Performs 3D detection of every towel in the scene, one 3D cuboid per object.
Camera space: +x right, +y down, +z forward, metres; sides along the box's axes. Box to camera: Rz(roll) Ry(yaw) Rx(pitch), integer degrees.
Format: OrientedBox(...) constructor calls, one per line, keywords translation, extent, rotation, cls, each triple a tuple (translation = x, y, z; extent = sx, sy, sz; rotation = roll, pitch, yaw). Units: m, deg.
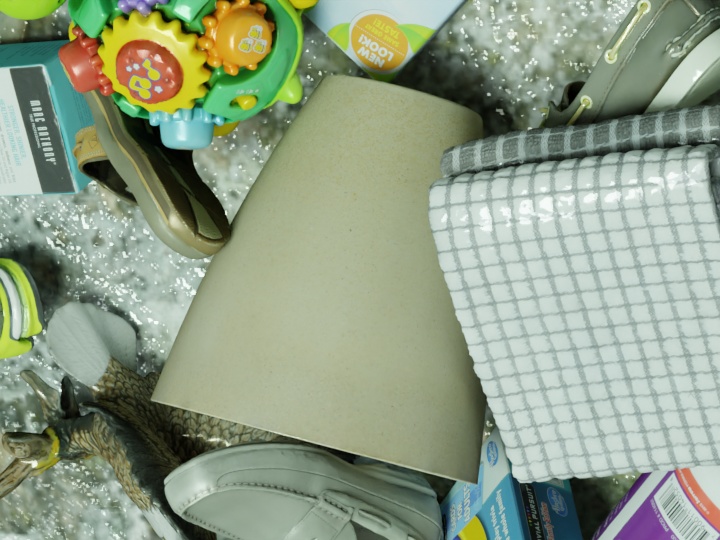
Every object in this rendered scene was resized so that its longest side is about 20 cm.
OrientedBox(translation=(0.142, 0.012, 1.505), extent=(0.165, 0.086, 0.200), rotation=(-8, 123, 22), cls="towel")

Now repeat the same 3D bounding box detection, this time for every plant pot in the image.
OrientedBox(translation=(0.000, 0.000, 1.571), extent=(0.187, 0.187, 0.201), rotation=(14, 86, 16), cls="plant pot")

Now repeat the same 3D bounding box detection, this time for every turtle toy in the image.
OrientedBox(translation=(-0.119, -0.143, 1.536), extent=(0.200, 0.101, 0.146), rotation=(32, 131, -3), cls="turtle toy")

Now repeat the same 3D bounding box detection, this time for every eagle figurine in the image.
OrientedBox(translation=(-0.113, 0.115, 1.701), extent=(0.200, 0.152, 0.151), rotation=(7, 154, 37), cls="eagle figurine")

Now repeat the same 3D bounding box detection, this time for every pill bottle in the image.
OrientedBox(translation=(0.187, 0.172, 1.616), extent=(0.112, 0.112, 0.200), rotation=(36, 123, 3), cls="pill bottle")

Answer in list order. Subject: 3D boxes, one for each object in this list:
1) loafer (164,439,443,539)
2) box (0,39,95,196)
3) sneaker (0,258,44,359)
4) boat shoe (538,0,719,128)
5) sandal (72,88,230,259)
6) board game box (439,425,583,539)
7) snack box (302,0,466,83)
OrientedBox(translation=(-0.026, 0.143, 1.612), extent=(0.070, 0.200, 0.070), rotation=(-35, 56, 37), cls="loafer")
OrientedBox(translation=(-0.250, -0.089, 1.703), extent=(0.200, 0.049, 0.082), rotation=(-1, 114, 28), cls="box")
OrientedBox(translation=(-0.287, 0.029, 1.743), extent=(0.200, 0.081, 0.074), rotation=(-12, 86, 43), cls="sneaker")
OrientedBox(translation=(0.135, -0.082, 1.539), extent=(0.060, 0.072, 0.202), rotation=(50, 135, 11), cls="boat shoe")
OrientedBox(translation=(-0.128, -0.059, 1.593), extent=(0.080, 0.200, 0.054), rotation=(32, 108, -34), cls="sandal")
OrientedBox(translation=(0.062, 0.214, 1.664), extent=(0.047, 0.151, 0.200), rotation=(19, 124, -22), cls="board game box")
OrientedBox(translation=(-0.011, -0.220, 1.547), extent=(0.200, 0.053, 0.142), rotation=(43, 124, -1), cls="snack box")
